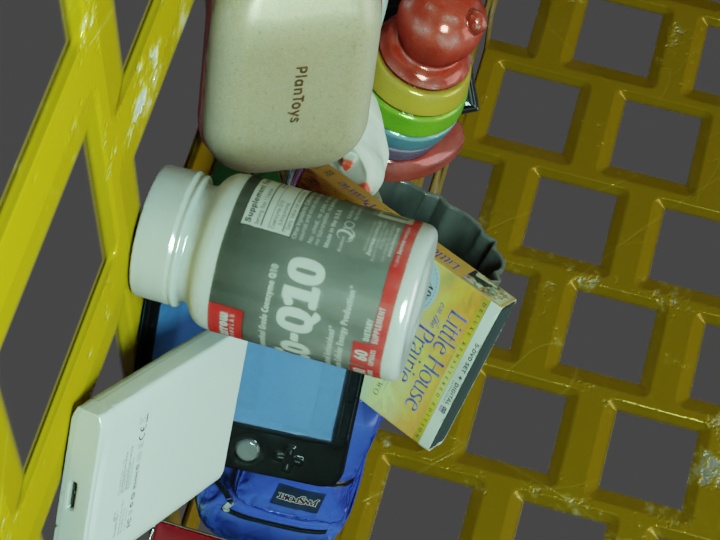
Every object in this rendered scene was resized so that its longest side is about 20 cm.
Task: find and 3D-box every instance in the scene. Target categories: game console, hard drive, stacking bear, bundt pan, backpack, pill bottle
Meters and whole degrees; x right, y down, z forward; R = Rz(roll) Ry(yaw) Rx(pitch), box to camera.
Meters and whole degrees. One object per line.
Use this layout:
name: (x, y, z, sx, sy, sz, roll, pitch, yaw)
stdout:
game console: (-0.084, 0.087, 1.613, 0.118, 0.170, 0.201, -78, 180, -66)
hard drive: (-0.147, 0.124, 1.498, 0.200, 0.026, 0.133, -33, 139, -59)
stacking bear: (0.050, -0.175, 1.804, 0.114, 0.121, 0.200, -45, 170, -36)
bundt pan: (0.025, -0.008, 1.896, 0.202, 0.201, 0.076, -63, 177, -64)
backpack: (-0.069, 0.147, 1.838, 0.168, 0.162, 0.201, -99, -151, -63)
pill bottle: (-0.054, -0.002, 1.479, 0.114, 0.199, 0.115, 15, 90, -84)

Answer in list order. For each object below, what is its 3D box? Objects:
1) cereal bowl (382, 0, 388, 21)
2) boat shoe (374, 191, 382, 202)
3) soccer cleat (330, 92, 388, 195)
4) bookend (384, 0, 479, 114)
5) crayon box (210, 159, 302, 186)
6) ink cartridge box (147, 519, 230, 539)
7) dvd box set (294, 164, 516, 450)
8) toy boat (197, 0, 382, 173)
cereal bowl: (-0.017, -0.279, 1.690, 0.200, 0.083, 0.202, 10, 90, -83)
boat shoe: (0.000, 0.000, 1.756, 0.060, 0.071, 0.201, 114, -40, -57)
soccer cleat: (-0.028, -0.145, 1.673, 0.078, 0.069, 0.201, -68, 145, -44)
bookend: (0.048, -0.249, 2.024, 0.200, 0.091, 0.200, -7, 87, -83)
crayon box: (-0.072, -0.102, 1.752, 0.119, 0.058, 0.201, 95, 11, -56)
ink cartridge box: (-0.090, 0.281, 1.809, 0.176, 0.199, 0.084, 76, 30, -78)
dvd box set: (0.011, 0.027, 1.661, 0.029, 0.200, 0.147, -25, 147, -55)
toy boat: (-0.059, -0.177, 1.543, 0.201, 0.130, 0.131, 100, -23, -43)
